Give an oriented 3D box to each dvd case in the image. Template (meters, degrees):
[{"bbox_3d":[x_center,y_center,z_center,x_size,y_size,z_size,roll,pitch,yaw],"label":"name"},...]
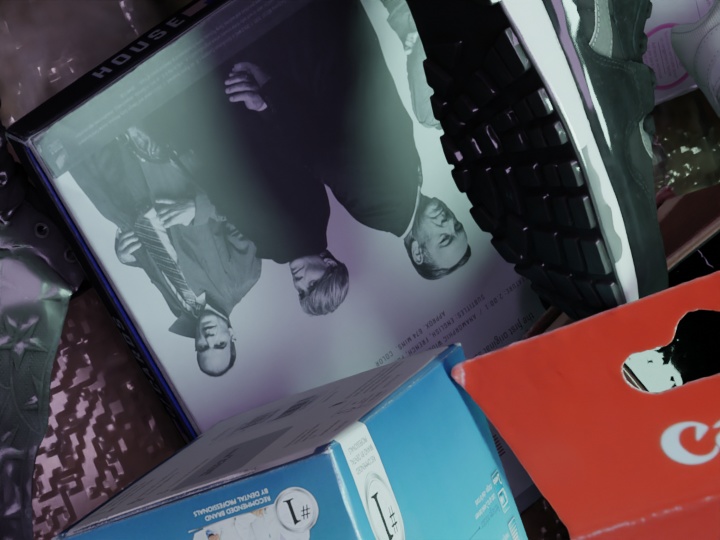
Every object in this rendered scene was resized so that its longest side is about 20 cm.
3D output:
[{"bbox_3d":[0.000,0.000,0.876,0.150,0.025,0.201,-36,115,-16],"label":"dvd case"}]

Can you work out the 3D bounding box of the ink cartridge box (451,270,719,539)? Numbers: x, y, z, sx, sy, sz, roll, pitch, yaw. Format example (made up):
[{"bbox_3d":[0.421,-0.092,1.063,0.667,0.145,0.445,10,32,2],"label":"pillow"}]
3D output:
[{"bbox_3d":[0.132,0.093,0.776,0.200,0.162,0.050,54,37,-21],"label":"ink cartridge box"}]

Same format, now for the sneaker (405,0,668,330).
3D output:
[{"bbox_3d":[0.061,-0.080,0.777,0.087,0.076,0.201,-30,113,-21],"label":"sneaker"}]

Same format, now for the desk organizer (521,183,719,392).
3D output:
[{"bbox_3d":[0.150,0.067,0.849,0.072,0.077,0.200,-45,100,-21],"label":"desk organizer"}]

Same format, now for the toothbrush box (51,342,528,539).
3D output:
[{"bbox_3d":[0.008,0.137,0.778,0.085,0.146,0.201,-20,94,17],"label":"toothbrush box"}]

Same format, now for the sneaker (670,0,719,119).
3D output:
[{"bbox_3d":[0.175,-0.071,0.913,0.199,0.076,0.092,-11,58,-53],"label":"sneaker"}]

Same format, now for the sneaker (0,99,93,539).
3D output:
[{"bbox_3d":[-0.121,-0.018,0.865,0.104,0.060,0.201,18,82,-14],"label":"sneaker"}]

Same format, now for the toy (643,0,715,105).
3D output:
[{"bbox_3d":[0.045,-0.097,0.915,0.199,0.047,0.116,-24,120,-11],"label":"toy"}]

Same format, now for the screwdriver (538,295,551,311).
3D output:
[{"bbox_3d":[0.133,-0.027,0.930,0.199,0.028,0.029,-28,81,-36],"label":"screwdriver"}]
